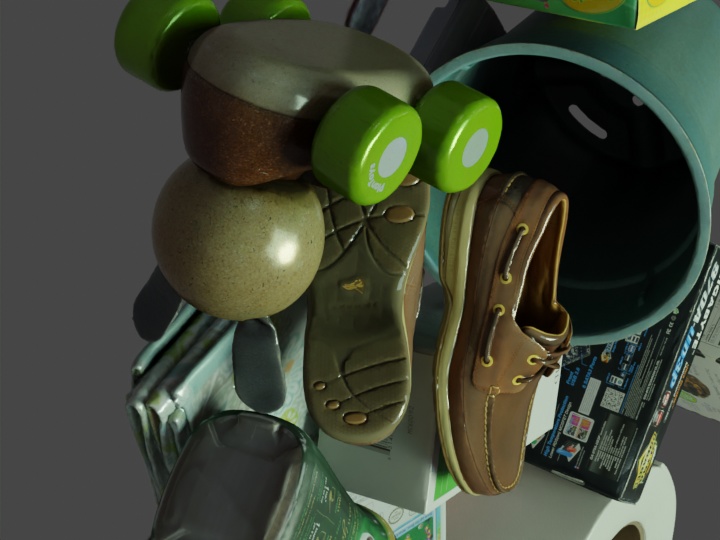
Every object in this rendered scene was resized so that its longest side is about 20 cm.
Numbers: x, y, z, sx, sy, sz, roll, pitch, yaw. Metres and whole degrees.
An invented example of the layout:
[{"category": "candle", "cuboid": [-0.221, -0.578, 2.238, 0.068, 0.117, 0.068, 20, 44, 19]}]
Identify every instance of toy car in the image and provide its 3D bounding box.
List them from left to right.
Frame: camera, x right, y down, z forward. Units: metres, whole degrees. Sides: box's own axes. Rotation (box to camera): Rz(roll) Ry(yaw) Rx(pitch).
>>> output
[{"category": "toy car", "cuboid": [-0.050, -0.030, 0.948, 0.158, 0.164, 0.200, -11, 127, -55]}]

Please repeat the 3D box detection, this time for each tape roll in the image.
[{"category": "tape roll", "cuboid": [0.141, 0.223, 1.416, 0.203, 0.139, 0.203, -35, 135, -45]}]

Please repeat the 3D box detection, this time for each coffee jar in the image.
[{"category": "coffee jar", "cuboid": [-0.042, 0.164, 1.050, 0.104, 0.085, 0.200, -68, 153, -20]}]

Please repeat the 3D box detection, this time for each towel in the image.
[{"category": "towel", "cuboid": [-0.060, 0.062, 1.089, 0.200, 0.048, 0.171, -48, 147, -32]}]

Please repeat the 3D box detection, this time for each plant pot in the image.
[{"category": "plant pot", "cuboid": [0.146, -0.088, 1.127, 0.196, 0.200, 0.200, -51, 147, -51]}]

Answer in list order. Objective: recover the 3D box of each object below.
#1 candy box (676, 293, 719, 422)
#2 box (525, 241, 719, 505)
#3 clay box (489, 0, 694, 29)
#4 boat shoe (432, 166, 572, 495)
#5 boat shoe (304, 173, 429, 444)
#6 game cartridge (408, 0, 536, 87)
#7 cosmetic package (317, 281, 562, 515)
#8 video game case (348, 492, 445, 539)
[{"category": "candy box", "cuboid": [0.258, 0.052, 1.440, 0.072, 0.200, 0.168, -61, 149, -13]}, {"category": "box", "cuboid": [0.164, 0.052, 1.329, 0.046, 0.159, 0.200, 21, 89, -62]}, {"category": "clay box", "cuboid": [0.130, -0.190, 1.084, 0.115, 0.200, 0.048, -29, 129, -47]}, {"category": "boat shoe", "cuboid": [0.085, 0.040, 1.038, 0.072, 0.068, 0.200, -26, 121, -57]}, {"category": "boat shoe", "cuboid": [0.000, 0.000, 1.026, 0.068, 0.072, 0.200, 84, 9, -79]}, {"category": "game cartridge", "cuboid": [0.074, -0.085, 1.226, 0.133, 0.040, 0.200, -59, 148, -10]}, {"category": "cosmetic package", "cuboid": [0.056, 0.071, 1.163, 0.200, 0.085, 0.108, -23, 121, -58]}, {"category": "video game case", "cuboid": [-0.014, 0.212, 1.236, 0.200, 0.024, 0.182, -25, 124, -40]}]
